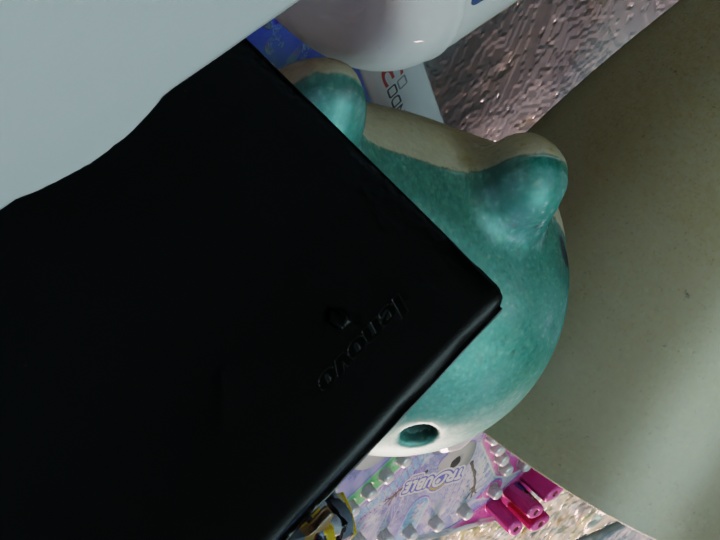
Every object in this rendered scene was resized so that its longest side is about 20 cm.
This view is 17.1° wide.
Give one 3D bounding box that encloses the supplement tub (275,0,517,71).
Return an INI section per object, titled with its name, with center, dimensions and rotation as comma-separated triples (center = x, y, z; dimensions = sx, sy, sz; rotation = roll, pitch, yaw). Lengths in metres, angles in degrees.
[supplement tub]
center = 0.048, -0.172, 0.797
dimensions = 0.200, 0.144, 0.145
rotation = -35, 146, -22

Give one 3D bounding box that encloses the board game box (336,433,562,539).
[board game box]
center = 0.060, 0.063, 1.177
dimensions = 0.199, 0.026, 0.201
rotation = -9, 131, -47

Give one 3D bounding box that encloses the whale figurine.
[whale figurine]
center = 0.000, 0.000, 0.841
dimensions = 0.158, 0.104, 0.200
rotation = -16, 153, 15

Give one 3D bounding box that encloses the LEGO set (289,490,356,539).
[LEGO set]
center = -0.055, 0.076, 0.810
dimensions = 0.116, 0.200, 0.154
rotation = -13, 129, -40

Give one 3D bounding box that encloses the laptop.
[laptop]
center = -0.099, 0.004, 0.725
dimensions = 0.187, 0.200, 0.116
rotation = -46, 130, -4

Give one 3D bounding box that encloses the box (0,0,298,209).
[box]
center = -0.134, -0.113, 0.598
dimensions = 0.199, 0.131, 0.200
rotation = -34, 150, 8

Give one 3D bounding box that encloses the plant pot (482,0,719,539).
[plant pot]
center = 0.134, -0.018, 0.986
dimensions = 0.187, 0.187, 0.200
rotation = 16, 110, -56

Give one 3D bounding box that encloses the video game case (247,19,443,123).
[video game case]
center = -0.060, -0.028, 0.913
dimensions = 0.200, 0.045, 0.181
rotation = -42, 147, -12
